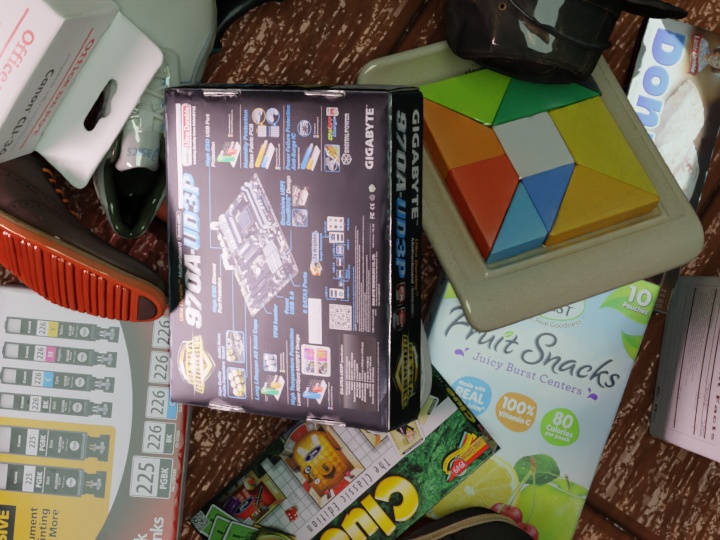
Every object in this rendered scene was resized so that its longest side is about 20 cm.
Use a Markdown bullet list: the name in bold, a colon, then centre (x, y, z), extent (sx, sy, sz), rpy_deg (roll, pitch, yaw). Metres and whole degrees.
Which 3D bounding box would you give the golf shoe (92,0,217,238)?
- **golf shoe**: centre (-0.131, -0.109, 0.923), extent (0.078, 0.098, 0.201), rpy_deg (3, 132, -12)

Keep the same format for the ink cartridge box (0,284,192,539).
- **ink cartridge box**: centre (-0.201, 0.113, 0.970), extent (0.174, 0.084, 0.202), rpy_deg (5, 90, -5)

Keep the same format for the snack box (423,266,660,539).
- **snack box**: centre (0.104, 0.080, 1.005), extent (0.141, 0.053, 0.201), rpy_deg (18, 95, -6)

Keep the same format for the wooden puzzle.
- **wooden puzzle**: centre (0.115, -0.076, 0.976), extent (0.184, 0.037, 0.201), rpy_deg (-17, 71, -20)

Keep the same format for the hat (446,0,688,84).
- **hat**: centre (0.106, -0.166, 0.955), extent (0.199, 0.201, 0.081), rpy_deg (18, 101, -5)

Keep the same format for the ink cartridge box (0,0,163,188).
- **ink cartridge box**: centre (-0.229, -0.146, 0.878), extent (0.200, 0.067, 0.117), rpy_deg (40, 114, 7)

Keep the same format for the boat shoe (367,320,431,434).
- **boat shoe**: centre (-0.001, 0.001, 0.925), extent (0.074, 0.065, 0.204), rpy_deg (-9, 94, 13)

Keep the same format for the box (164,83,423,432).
- **box**: centre (-0.041, -0.011, 0.884), extent (0.158, 0.046, 0.202), rpy_deg (4, 99, 28)

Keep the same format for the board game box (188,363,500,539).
- **board game box**: centre (-0.013, 0.144, 0.981), extent (0.200, 0.023, 0.105), rpy_deg (-43, 81, 12)

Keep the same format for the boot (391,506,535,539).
- **boot**: centre (0.044, 0.211, 0.890), extent (0.199, 0.138, 0.078), rpy_deg (-27, 107, -23)

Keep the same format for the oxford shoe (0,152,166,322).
- **oxford shoe**: centre (-0.201, -0.035, 0.913), extent (0.199, 0.071, 0.073), rpy_deg (28, 59, 2)

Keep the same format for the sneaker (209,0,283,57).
- **sneaker**: centre (-0.141, -0.168, 0.971), extent (0.199, 0.071, 0.080), rpy_deg (-32, 66, -6)

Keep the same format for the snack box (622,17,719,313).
- **snack box**: centre (0.209, -0.075, 1.039), extent (0.071, 0.024, 0.201), rpy_deg (16, 89, -3)

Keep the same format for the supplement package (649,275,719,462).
- **supplement package**: centre (0.283, 0.070, 0.960), extent (0.120, 0.200, 0.121), rpy_deg (9, 89, -6)
